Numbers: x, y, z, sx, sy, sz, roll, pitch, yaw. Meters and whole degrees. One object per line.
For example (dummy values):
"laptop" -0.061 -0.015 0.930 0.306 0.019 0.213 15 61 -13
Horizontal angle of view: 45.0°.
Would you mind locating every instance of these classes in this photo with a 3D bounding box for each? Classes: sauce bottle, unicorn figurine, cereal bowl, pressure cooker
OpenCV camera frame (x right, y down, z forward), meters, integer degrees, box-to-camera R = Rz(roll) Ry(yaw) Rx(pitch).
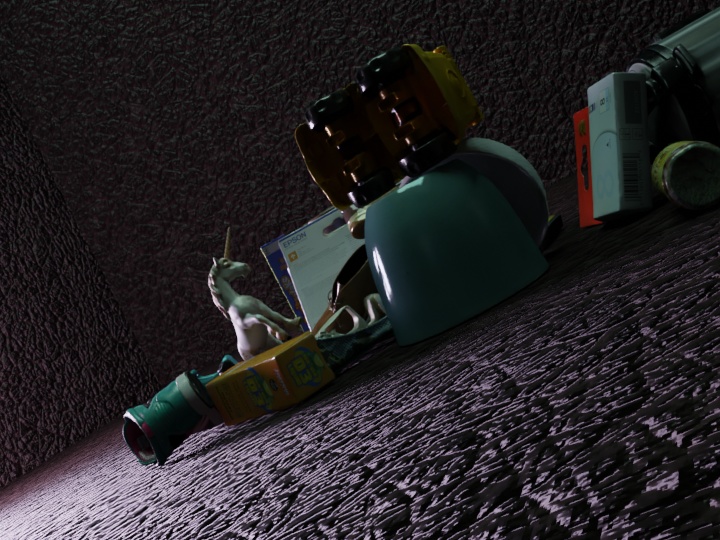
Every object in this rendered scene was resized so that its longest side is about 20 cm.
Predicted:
"sauce bottle" 0.329 -0.098 0.878 0.064 0.065 0.200 -27 0 15
"unicorn figurine" -0.134 0.066 1.126 0.136 0.203 0.074 19 35 25
"cereal bowl" 0.144 -0.089 1.135 0.198 0.200 0.084 -27 29 26
"pressure cooker" 0.421 -0.216 1.067 0.198 0.177 0.179 -29 18 2

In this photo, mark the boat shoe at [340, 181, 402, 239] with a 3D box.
"boat shoe" 0.062 -0.117 1.205 0.198 0.065 0.073 -27 -21 -13

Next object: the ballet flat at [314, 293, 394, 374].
"ballet flat" 0.009 0.068 1.104 0.199 0.075 0.074 -29 2 -32

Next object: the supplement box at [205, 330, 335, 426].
"supplement box" -0.115 0.137 1.069 0.068 0.067 0.199 -29 1 -39

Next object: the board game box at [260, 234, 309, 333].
"board game box" -0.095 0.040 1.447 0.044 0.202 0.134 -27 1 0

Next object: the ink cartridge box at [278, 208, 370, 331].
"ink cartridge box" 0.000 0.000 1.241 0.198 0.202 0.041 -27 -27 9

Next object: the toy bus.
"toy bus" 0.047 -0.182 1.054 0.199 0.137 0.192 -29 5 32

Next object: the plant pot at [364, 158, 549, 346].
"plant pot" 0.096 -0.031 1.018 0.199 0.163 0.201 -28 1 0

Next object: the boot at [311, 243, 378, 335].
"boot" -0.026 0.046 1.155 0.201 0.074 0.075 -53 -41 9

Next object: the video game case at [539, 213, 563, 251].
"video game case" 0.201 -0.041 1.304 0.178 0.026 0.200 -12 7 23

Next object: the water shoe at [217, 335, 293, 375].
"water shoe" -0.121 0.127 1.319 0.198 0.080 0.071 -29 2 -23

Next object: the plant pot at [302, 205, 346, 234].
"plant pot" 0.018 -0.018 1.358 0.198 0.200 0.200 -27 2 1

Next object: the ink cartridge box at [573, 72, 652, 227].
"ink cartridge box" 0.297 -0.143 1.091 0.046 0.163 0.200 -2 -3 -11

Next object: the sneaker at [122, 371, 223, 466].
"sneaker" -0.248 0.203 1.144 0.120 0.084 0.200 -36 -13 -9

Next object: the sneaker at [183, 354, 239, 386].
"sneaker" -0.278 0.209 1.448 0.198 0.080 0.078 -29 1 5
